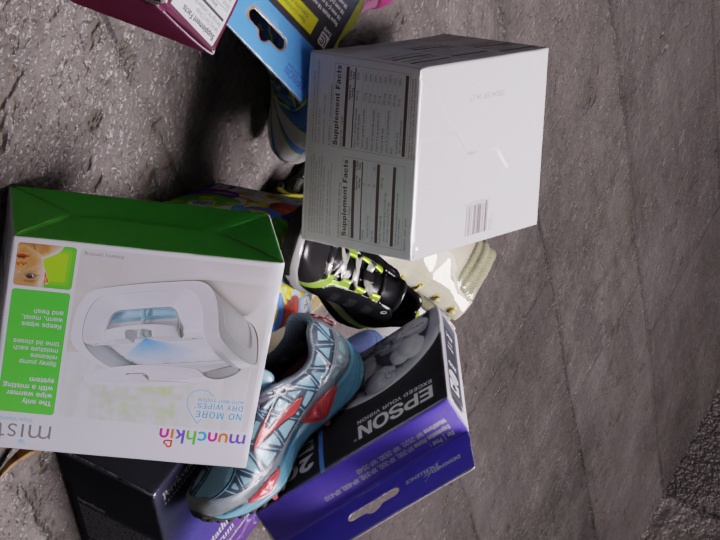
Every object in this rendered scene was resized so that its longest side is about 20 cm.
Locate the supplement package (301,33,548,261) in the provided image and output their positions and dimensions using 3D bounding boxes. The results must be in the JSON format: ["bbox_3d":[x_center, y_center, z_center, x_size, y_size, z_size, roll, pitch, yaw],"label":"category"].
[{"bbox_3d":[0.055,-0.105,1.707,0.200,0.111,0.156,-16,113,-53],"label":"supplement package"}]

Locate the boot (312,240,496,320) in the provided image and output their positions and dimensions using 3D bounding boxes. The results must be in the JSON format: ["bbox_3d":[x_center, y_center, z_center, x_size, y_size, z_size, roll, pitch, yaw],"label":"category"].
[{"bbox_3d":[0.030,0.005,2.022,0.200,0.072,0.155,-48,117,-13],"label":"boot"}]

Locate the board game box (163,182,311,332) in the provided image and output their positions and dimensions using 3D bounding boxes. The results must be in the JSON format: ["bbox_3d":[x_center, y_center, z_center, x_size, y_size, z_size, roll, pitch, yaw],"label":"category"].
[{"bbox_3d":[-0.131,0.002,1.716,0.200,0.105,0.103,-26,123,-59],"label":"board game box"}]

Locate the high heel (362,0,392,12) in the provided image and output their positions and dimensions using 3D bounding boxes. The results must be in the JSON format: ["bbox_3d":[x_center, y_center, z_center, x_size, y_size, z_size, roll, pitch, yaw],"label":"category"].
[{"bbox_3d":[0.021,-0.305,1.821,0.096,0.067,0.200,-39,165,-34],"label":"high heel"}]

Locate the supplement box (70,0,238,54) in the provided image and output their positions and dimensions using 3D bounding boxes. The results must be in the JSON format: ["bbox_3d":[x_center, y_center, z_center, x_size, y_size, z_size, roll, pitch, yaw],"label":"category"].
[{"bbox_3d":[-0.129,-0.273,1.453,0.201,0.131,0.103,-64,157,-6],"label":"supplement box"}]

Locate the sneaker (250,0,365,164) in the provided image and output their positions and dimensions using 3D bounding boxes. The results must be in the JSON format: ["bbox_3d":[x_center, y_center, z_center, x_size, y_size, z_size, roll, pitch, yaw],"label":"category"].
[{"bbox_3d":[-0.065,-0.187,1.779,0.105,0.076,0.201,-4,116,-45],"label":"sneaker"}]

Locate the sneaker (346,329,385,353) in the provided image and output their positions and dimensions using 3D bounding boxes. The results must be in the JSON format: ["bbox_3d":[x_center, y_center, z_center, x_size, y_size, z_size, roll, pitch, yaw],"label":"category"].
[{"bbox_3d":[-0.027,0.109,1.929,0.200,0.075,0.077,-47,152,-46],"label":"sneaker"}]

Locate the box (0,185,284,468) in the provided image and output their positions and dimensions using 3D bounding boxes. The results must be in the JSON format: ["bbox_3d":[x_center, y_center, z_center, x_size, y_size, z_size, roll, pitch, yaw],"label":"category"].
[{"bbox_3d":[-0.172,0.043,1.547,0.097,0.199,0.177,-112,-149,-63],"label":"box"}]

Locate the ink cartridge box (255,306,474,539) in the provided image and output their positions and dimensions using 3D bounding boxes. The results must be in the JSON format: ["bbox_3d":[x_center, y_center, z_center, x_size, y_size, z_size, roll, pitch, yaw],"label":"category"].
[{"bbox_3d":[0.000,0.142,1.740,0.043,0.198,0.200,49,18,-26],"label":"ink cartridge box"}]

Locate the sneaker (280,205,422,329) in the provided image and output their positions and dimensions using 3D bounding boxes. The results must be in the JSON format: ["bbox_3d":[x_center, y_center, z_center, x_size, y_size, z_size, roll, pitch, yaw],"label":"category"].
[{"bbox_3d":[0.000,0.000,1.764,0.200,0.083,0.072,39,64,-61],"label":"sneaker"}]

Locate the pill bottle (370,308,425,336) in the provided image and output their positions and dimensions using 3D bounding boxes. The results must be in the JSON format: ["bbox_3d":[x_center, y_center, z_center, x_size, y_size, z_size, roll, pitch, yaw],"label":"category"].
[{"bbox_3d":[0.068,-0.031,2.132,0.116,0.115,0.201,-11,121,-64],"label":"pill bottle"}]

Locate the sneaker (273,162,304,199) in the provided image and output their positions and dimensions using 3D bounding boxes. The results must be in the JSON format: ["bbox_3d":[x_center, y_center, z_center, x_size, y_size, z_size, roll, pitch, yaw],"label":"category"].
[{"bbox_3d":[-0.069,-0.038,1.895,0.200,0.074,0.085,-55,150,-49],"label":"sneaker"}]

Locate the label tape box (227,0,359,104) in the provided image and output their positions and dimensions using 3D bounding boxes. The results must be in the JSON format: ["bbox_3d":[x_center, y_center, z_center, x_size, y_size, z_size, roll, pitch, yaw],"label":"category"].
[{"bbox_3d":[-0.058,-0.257,1.655,0.144,0.063,0.200,44,68,-42],"label":"label tape box"}]

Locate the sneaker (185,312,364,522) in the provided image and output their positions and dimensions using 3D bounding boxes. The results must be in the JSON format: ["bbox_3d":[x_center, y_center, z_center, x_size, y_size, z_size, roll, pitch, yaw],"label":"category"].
[{"bbox_3d":[-0.087,0.116,1.725,0.200,0.079,0.096,-51,130,-21],"label":"sneaker"}]

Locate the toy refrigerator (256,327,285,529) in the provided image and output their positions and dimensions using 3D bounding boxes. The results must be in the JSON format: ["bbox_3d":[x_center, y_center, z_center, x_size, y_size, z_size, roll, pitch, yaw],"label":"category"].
[{"bbox_3d":[-0.092,0.145,1.994,0.076,0.070,0.201,-43,147,-46],"label":"toy refrigerator"}]

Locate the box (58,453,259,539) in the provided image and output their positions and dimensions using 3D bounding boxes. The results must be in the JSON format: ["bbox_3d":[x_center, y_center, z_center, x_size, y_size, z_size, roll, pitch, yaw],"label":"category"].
[{"bbox_3d":[-0.167,0.181,1.814,0.148,0.104,0.200,-52,153,-31],"label":"box"}]

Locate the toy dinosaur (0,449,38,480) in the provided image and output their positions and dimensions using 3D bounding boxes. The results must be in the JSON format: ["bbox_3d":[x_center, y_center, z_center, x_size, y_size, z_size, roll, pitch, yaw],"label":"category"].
[{"bbox_3d":[-0.218,0.121,1.655,0.106,0.199,0.061,-87,157,-51],"label":"toy dinosaur"}]
